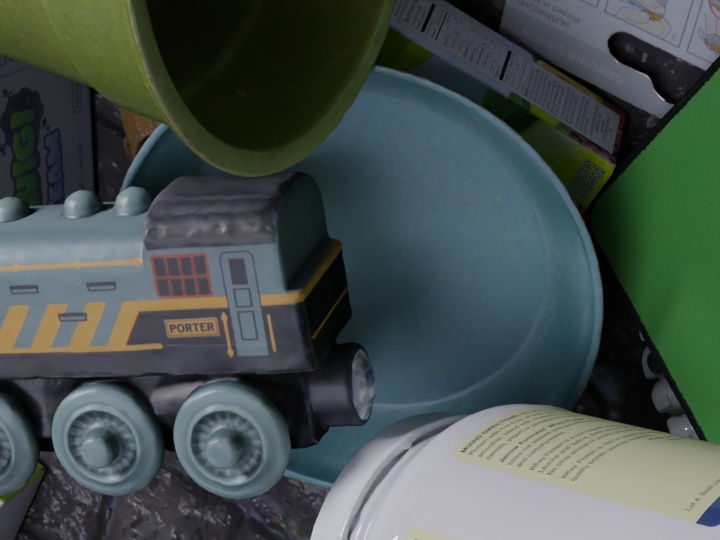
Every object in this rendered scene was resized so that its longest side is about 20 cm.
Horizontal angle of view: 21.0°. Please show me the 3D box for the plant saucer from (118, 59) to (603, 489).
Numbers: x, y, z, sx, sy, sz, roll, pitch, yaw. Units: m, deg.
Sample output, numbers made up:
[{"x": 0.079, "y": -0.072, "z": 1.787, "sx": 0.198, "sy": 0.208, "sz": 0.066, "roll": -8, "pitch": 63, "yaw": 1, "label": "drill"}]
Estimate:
[{"x": 0.000, "y": 0.000, "z": 0.777, "sx": 0.198, "sy": 0.036, "sz": 0.201, "roll": 6, "pitch": 123, "yaw": 10, "label": "plant saucer"}]

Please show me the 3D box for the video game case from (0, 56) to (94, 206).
[{"x": -0.184, "y": -0.012, "z": 0.885, "sx": 0.024, "sy": 0.182, "sz": 0.202, "roll": 15, "pitch": 117, "yaw": 28, "label": "video game case"}]

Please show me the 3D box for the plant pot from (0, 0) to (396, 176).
[{"x": -0.103, "y": -0.146, "z": 0.668, "sx": 0.189, "sy": 0.200, "sz": 0.202, "roll": 11, "pitch": 116, "yaw": 26, "label": "plant pot"}]

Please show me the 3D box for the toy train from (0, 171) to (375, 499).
[{"x": -0.093, "y": 0.023, "z": 0.751, "sx": 0.198, "sy": 0.085, "sz": 0.115, "roll": -2, "pitch": 109, "yaw": 18, "label": "toy train"}]

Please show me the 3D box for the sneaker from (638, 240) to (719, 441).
[{"x": 0.166, "y": 0.058, "z": 0.764, "sx": 0.075, "sy": 0.081, "sz": 0.202, "roll": -16, "pitch": 81, "yaw": 48, "label": "sneaker"}]

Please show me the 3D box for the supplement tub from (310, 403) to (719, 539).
[{"x": 0.088, "y": 0.126, "z": 0.688, "sx": 0.199, "sy": 0.144, "sz": 0.146, "roll": 9, "pitch": 116, "yaw": 48, "label": "supplement tub"}]

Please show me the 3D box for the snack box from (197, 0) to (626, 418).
[{"x": -0.001, "y": -0.019, "z": 0.820, "sx": 0.142, "sy": 0.053, "sz": 0.200, "roll": 31, "pitch": 124, "yaw": -4, "label": "snack box"}]

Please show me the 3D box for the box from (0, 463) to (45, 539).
[{"x": -0.252, "y": 0.132, "z": 1.074, "sx": 0.122, "sy": 0.048, "sz": 0.201, "roll": 38, "pitch": 125, "yaw": 13, "label": "box"}]

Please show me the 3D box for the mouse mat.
[{"x": 0.167, "y": -0.015, "z": 0.689, "sx": 0.200, "sy": 0.007, "sz": 0.162, "roll": -49, "pitch": 58, "yaw": 41, "label": "mouse mat"}]

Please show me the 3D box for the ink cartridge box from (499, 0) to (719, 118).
[{"x": 0.143, "y": -0.144, "z": 0.718, "sx": 0.162, "sy": 0.057, "sz": 0.201, "roll": 29, "pitch": 142, "yaw": 19, "label": "ink cartridge box"}]

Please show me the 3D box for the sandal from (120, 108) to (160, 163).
[{"x": -0.076, "y": -0.051, "z": 0.879, "sx": 0.081, "sy": 0.055, "sz": 0.201, "roll": -11, "pitch": 103, "yaw": 35, "label": "sandal"}]
